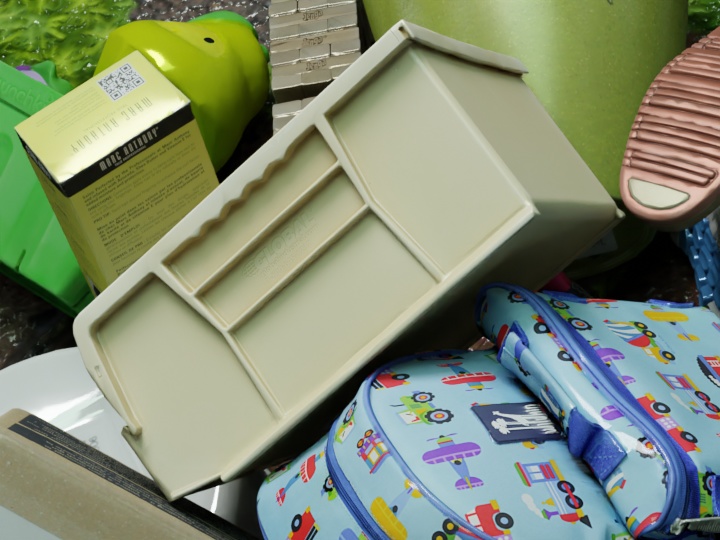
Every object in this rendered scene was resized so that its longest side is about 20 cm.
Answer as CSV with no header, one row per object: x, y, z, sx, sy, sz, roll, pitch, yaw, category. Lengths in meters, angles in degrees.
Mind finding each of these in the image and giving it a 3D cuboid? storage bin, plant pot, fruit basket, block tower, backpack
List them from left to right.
-0.134,-0.078,1.124,0.214,0.156,0.217,-10,63,21,fruit basket
-0.019,-0.079,1.141,0.057,0.054,0.201,-8,49,8,block tower
0.000,0.000,0.893,0.198,0.200,0.094,-40,80,14,storage bin
0.069,0.092,0.800,0.199,0.135,0.183,8,29,-28,backpack
0.095,-0.103,1.067,0.186,0.187,0.201,-10,63,7,plant pot

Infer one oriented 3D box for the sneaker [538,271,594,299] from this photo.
0.116,0.081,0.957,0.080,0.075,0.200,-29,50,-9,sneaker

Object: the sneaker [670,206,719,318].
0.207,-0.025,1.035,0.086,0.075,0.201,1,48,-10,sneaker

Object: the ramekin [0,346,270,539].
-0.130,0.132,0.967,0.199,0.098,0.201,-8,49,9,ramekin

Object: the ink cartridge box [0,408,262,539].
-0.123,0.183,0.840,0.164,0.075,0.201,28,91,0,ink cartridge box

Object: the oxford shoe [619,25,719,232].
0.193,-0.082,0.988,0.071,0.074,0.200,23,61,34,oxford shoe

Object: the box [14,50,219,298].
-0.099,-0.010,1.008,0.075,0.201,0.050,-34,51,-13,box
